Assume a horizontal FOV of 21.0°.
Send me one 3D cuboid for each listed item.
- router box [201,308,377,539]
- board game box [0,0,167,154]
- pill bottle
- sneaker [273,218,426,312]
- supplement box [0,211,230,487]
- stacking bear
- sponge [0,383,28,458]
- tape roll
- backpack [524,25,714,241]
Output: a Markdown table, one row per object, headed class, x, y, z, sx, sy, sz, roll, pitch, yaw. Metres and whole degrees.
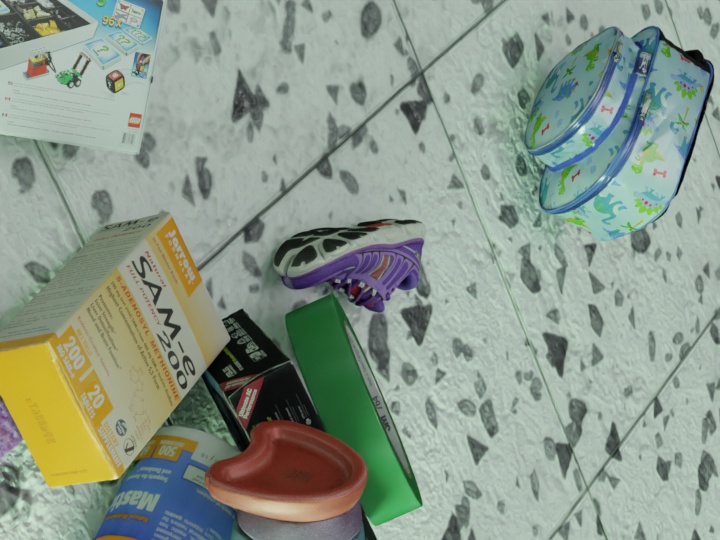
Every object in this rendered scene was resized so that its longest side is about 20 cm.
| class | x | y | z | sx | sy | sz | roll | pitch | yaw |
| --- | --- | --- | --- | --- | --- | --- | --- | --- | --- |
| router box | -0.065 | 0.147 | 1.626 | 0.062 | 0.150 | 0.201 | -28 | 111 | -9 |
| board game box | -0.249 | -0.164 | 1.470 | 0.198 | 0.035 | 0.128 | 7 | 98 | -35 |
| pill bottle | -0.159 | 0.233 | 1.529 | 0.112 | 0.111 | 0.201 | 50 | 49 | -34 |
| sneaker | 0.000 | 0.000 | 1.789 | 0.199 | 0.080 | 0.084 | -9 | 97 | -52 |
| supplement box | -0.194 | 0.059 | 1.520 | 0.127 | 0.073 | 0.200 | 66 | 33 | -22 |
| stacking bear | -0.054 | 0.238 | 1.508 | 0.121 | 0.113 | 0.202 | -39 | 137 | -58 |
| sponge | -0.323 | 0.067 | 1.416 | 0.111 | 0.030 | 0.202 | -41 | 116 | -46 |
| tape roll | -0.006 | 0.121 | 1.694 | 0.200 | 0.048 | 0.202 | -23 | 90 | -87 |
| backpack | 0.262 | -0.144 | 2.057 | 0.146 | 0.183 | 0.202 | 26 | 64 | -20 |
